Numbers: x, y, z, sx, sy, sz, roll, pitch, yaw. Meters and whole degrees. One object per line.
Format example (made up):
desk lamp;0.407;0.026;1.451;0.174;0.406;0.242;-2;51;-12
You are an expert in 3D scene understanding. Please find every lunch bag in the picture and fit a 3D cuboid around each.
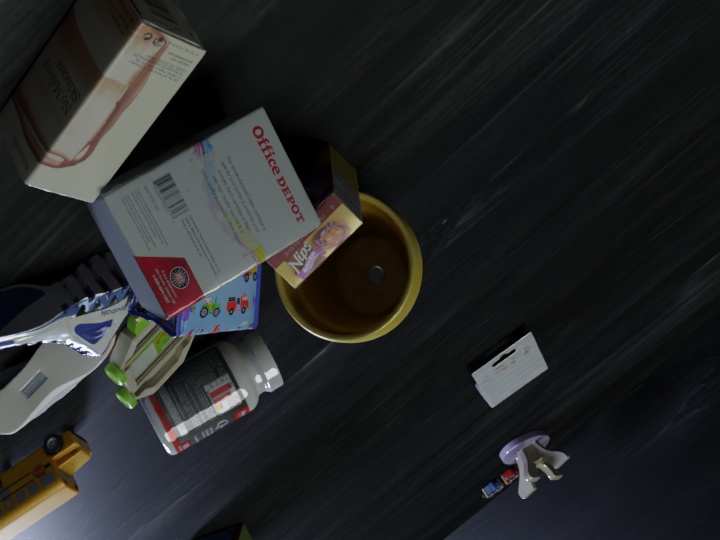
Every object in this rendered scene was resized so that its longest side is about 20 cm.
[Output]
lunch bag;-0.186;-0.032;1.287;0.150;0.093;0.203;-4;111;-55

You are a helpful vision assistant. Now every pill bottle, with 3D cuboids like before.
pill bottle;-0.222;0.177;1.547;0.198;0.117;0.116;-29;151;-12

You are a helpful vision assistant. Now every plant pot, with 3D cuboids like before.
plant pot;0.000;0.000;1.463;0.200;0.202;0.189;-40;167;9

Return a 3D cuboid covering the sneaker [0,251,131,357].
sneaker;-0.356;0.066;1.257;0.197;0.081;0.116;-22;140;-26

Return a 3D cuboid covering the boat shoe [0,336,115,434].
boat shoe;-0.397;0.135;1.351;0.200;0.072;0.069;-49;-177;-4

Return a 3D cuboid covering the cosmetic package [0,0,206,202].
cosmetic package;-0.251;-0.177;0.996;0.200;0.104;0.087;-49;147;20

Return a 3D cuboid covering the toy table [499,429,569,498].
toy table;0.475;0.519;2.832;0.198;0.118;0.185;-3;138;-43

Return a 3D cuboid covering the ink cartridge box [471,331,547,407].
ink cartridge box;0.318;0.207;2.276;0.161;0.050;0.200;-35;143;0

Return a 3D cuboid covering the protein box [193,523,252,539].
protein box;-0.284;0.675;2.145;0.133;0.200;0.201;-9;143;-39

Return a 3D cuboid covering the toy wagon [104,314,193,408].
toy wagon;-0.279;0.091;1.392;0.155;0.039;0.201;-49;158;-25

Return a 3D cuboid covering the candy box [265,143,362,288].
candy box;-0.058;-0.072;1.281;0.117;0.201;0.056;-43;108;15

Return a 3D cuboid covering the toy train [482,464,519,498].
toy train;0.429;0.586;2.968;0.199;0.034;0.046;-37;148;1

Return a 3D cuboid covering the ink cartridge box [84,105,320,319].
ink cartridge box;-0.173;-0.066;1.131;0.198;0.147;0.144;-31;-166;-18

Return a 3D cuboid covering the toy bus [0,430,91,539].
toy bus;-0.483;0.320;1.515;0.198;0.079;0.065;-33;152;-4
